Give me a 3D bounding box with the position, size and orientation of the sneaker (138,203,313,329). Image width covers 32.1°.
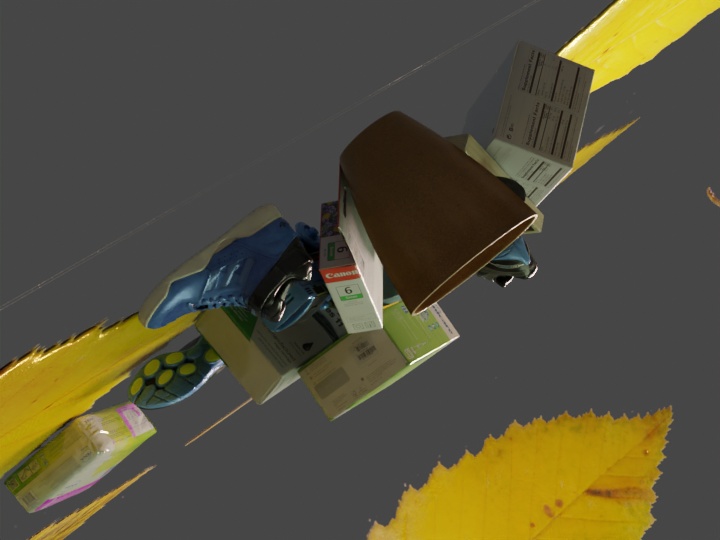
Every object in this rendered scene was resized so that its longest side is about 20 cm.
[{"bbox_3d":[-0.145,0.027,1.403,0.200,0.111,0.077,-38,173,-6],"label":"sneaker"}]

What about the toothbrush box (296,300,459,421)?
[{"bbox_3d":[0.027,0.113,1.703,0.146,0.086,0.200,-37,171,24],"label":"toothbrush box"}]

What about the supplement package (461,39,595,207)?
[{"bbox_3d":[0.206,-0.176,1.650,0.200,0.111,0.156,127,-19,-64],"label":"supplement package"}]

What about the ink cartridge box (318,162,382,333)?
[{"bbox_3d":[-0.019,-0.025,1.530,0.050,0.109,0.200,-10,140,13],"label":"ink cartridge box"}]

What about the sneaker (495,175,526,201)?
[{"bbox_3d":[0.116,-0.065,1.580,0.200,0.074,0.081,-21,178,18],"label":"sneaker"}]

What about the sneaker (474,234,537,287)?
[{"bbox_3d":[0.158,-0.014,1.624,0.071,0.083,0.200,-48,-159,-17],"label":"sneaker"}]

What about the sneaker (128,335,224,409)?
[{"bbox_3d":[-0.236,0.138,1.731,0.200,0.071,0.083,-36,167,-40],"label":"sneaker"}]

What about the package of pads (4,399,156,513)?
[{"bbox_3d":[-0.393,0.262,1.790,0.154,0.068,0.200,-40,173,13],"label":"package of pads"}]

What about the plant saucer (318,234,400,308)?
[{"bbox_3d":[0.000,0.000,1.715,0.200,0.200,0.027,-33,132,-38],"label":"plant saucer"}]

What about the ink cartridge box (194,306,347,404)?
[{"bbox_3d":[-0.105,0.071,1.734,0.200,0.147,0.083,-33,168,-44],"label":"ink cartridge box"}]

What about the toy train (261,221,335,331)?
[{"bbox_3d":[-0.084,0.007,1.566,0.087,0.114,0.200,-41,172,19],"label":"toy train"}]

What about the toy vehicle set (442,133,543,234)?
[{"bbox_3d":[0.136,-0.105,1.620,0.124,0.200,0.027,-5,-122,38],"label":"toy vehicle set"}]

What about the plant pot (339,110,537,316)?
[{"bbox_3d":[0.071,-0.081,1.456,0.186,0.200,0.186,-38,173,-6],"label":"plant pot"}]
